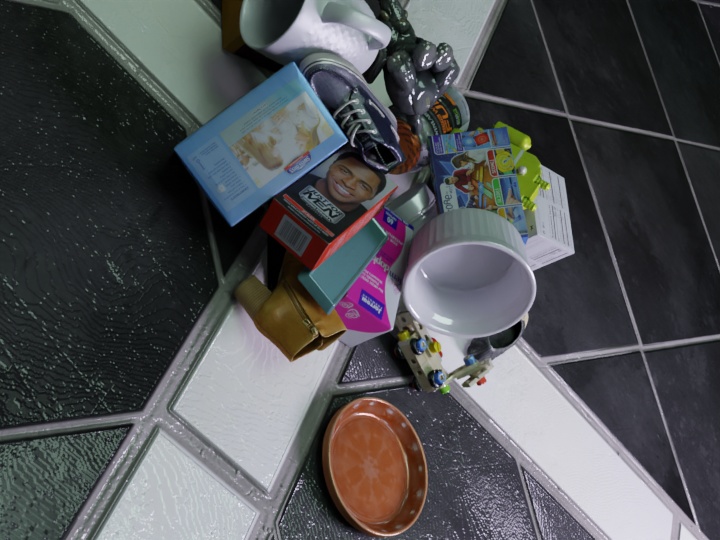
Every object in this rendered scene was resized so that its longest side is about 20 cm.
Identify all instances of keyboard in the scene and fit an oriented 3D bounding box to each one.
[{"bbox_3d":[-0.094,-0.043,1.417,0.103,0.040,0.201,8,65,-18],"label":"keyboard"}]

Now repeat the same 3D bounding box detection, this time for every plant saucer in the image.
[{"bbox_3d":[0.019,0.287,1.361,0.200,0.032,0.201,23,55,-37],"label":"plant saucer"},{"bbox_3d":[-0.018,-0.021,1.330,0.070,0.019,0.200,51,41,-11],"label":"plant saucer"}]

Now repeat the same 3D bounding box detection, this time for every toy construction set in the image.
[{"bbox_3d":[0.122,0.121,1.514,0.200,0.092,0.131,50,41,1],"label":"toy construction set"}]

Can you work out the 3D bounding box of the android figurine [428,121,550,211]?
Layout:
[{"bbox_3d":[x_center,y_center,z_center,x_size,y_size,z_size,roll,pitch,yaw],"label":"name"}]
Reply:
[{"bbox_3d":[0.221,-0.165,1.572,0.199,0.041,0.182,32,71,20],"label":"android figurine"}]

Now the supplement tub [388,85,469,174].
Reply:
[{"bbox_3d":[0.101,-0.249,1.644,0.123,0.122,0.200,57,41,-8],"label":"supplement tub"}]

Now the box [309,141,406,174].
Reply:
[{"bbox_3d":[-0.040,-0.222,1.483,0.106,0.122,0.201,-36,97,-48],"label":"box"}]

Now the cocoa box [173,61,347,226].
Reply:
[{"bbox_3d":[-0.138,-0.171,1.275,0.200,0.131,0.134,-37,100,-3],"label":"cocoa box"}]

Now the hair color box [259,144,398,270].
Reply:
[{"bbox_3d":[-0.041,-0.092,1.308,0.101,0.061,0.200,39,41,5],"label":"hair color box"}]

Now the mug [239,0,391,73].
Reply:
[{"bbox_3d":[-0.044,-0.346,1.320,0.175,0.199,0.148,19,89,-44],"label":"mug"}]

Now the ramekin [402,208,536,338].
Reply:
[{"bbox_3d":[0.164,0.000,1.426,0.200,0.200,0.098,38,34,-27],"label":"ramekin"}]

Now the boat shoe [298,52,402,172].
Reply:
[{"bbox_3d":[-0.007,-0.220,1.314,0.200,0.075,0.093,32,33,-42],"label":"boat shoe"}]

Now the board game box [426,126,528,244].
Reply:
[{"bbox_3d":[0.187,-0.131,1.512,0.134,0.034,0.201,-6,69,-1],"label":"board game box"}]

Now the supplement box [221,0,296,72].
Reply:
[{"bbox_3d":[-0.107,-0.435,1.512,0.199,0.132,0.198,17,59,-40],"label":"supplement box"}]

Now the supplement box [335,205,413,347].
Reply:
[{"bbox_3d":[0.000,0.000,1.432,0.101,0.103,0.201,36,50,-29],"label":"supplement box"}]

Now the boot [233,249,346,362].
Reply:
[{"bbox_3d":[-0.065,0.032,1.317,0.201,0.071,0.144,-38,73,-26],"label":"boot"}]

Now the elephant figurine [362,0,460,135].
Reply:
[{"bbox_3d":[0.062,-0.358,1.530,0.200,0.155,0.141,49,7,37],"label":"elephant figurine"}]

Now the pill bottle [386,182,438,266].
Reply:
[{"bbox_3d":[0.126,-0.039,1.572,0.200,0.114,0.114,55,42,-11],"label":"pill bottle"}]

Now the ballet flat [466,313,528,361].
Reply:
[{"bbox_3d":[0.259,0.116,1.676,0.200,0.057,0.067,-34,97,-49],"label":"ballet flat"}]

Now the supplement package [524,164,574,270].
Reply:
[{"bbox_3d":[0.261,-0.081,1.667,0.111,0.199,0.157,21,56,-40],"label":"supplement package"}]
